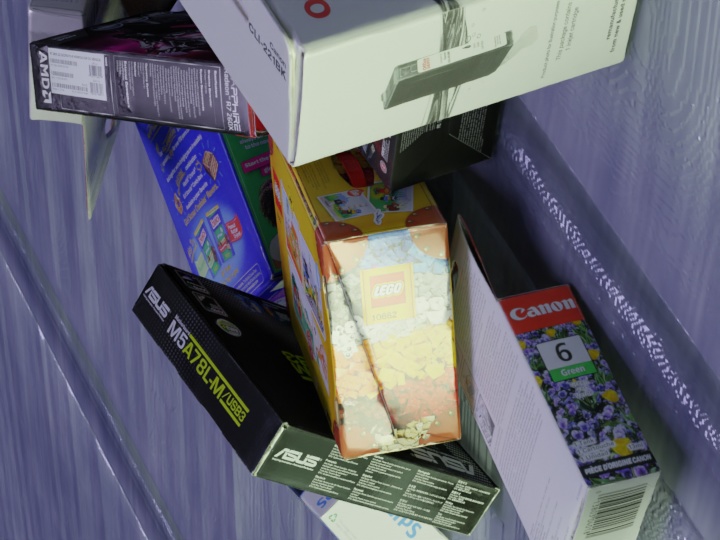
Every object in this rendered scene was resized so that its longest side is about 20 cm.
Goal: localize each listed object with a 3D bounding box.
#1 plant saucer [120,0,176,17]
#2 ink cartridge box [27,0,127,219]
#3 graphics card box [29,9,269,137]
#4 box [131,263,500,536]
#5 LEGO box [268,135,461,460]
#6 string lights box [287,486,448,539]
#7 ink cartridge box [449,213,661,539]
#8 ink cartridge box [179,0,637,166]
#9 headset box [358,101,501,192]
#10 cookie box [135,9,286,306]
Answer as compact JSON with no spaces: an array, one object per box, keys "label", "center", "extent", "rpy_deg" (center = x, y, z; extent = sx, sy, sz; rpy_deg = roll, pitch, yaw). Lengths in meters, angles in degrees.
[{"label":"plant saucer","center":[-0.155,-0.271,1.595],"extent":[0.200,0.036,0.202],"rpy_deg":[-9,-90,-84]},{"label":"ink cartridge box","center":[-0.200,-0.168,1.633],"extent":[0.201,0.044,0.177],"rpy_deg":[-82,-3,-51]},{"label":"graphics card box","center":[-0.103,-0.130,1.459],"extent":[0.199,0.125,0.051],"rpy_deg":[9,111,39]},{"label":"box","center":[-0.031,0.085,1.478],"extent":[0.048,0.199,0.193],"rpy_deg":[-58,41,12]},{"label":"LEGO box","center":[0.000,0.000,1.401],"extent":[0.200,0.076,0.150],"rpy_deg":[-114,17,-61]},{"label":"string lights box","center":[-0.027,0.141,1.624],"extent":[0.103,0.059,0.200],"rpy_deg":[50,174,-35]},{"label":"ink cartridge box","center":[0.105,0.071,1.308],"extent":[0.109,0.050,0.201],"rpy_deg":[100,153,-51]},{"label":"ink cartridge box","center":[0.021,-0.152,1.135],"extent":[0.145,0.199,0.084],"rpy_deg":[56,153,35]},{"label":"headset box","center":[0.008,-0.172,1.320],"extent":[0.200,0.077,0.149],"rpy_deg":[55,153,33]},{"label":"cookie box","center":[-0.089,-0.075,1.628],"extent":[0.202,0.075,0.171],"rpy_deg":[69,158,8]}]
